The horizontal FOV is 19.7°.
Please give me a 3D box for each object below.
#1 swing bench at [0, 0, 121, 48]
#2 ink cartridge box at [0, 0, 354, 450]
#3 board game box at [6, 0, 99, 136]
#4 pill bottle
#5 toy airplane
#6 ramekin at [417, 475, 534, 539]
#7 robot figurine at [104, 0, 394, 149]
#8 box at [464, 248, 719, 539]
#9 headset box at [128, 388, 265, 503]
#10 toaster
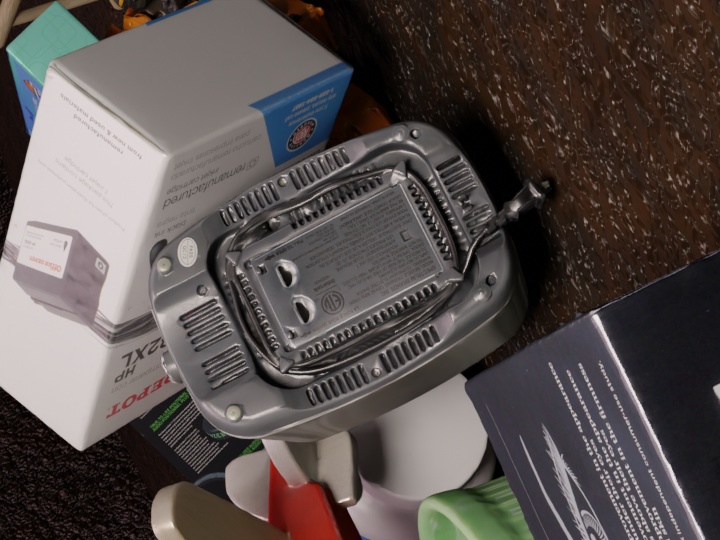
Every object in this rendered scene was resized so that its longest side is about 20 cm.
[{"bbox_3d":[-0.280,-0.324,1.664,0.199,0.130,0.200,61,161,23],"label":"swing bench"},{"bbox_3d":[-0.102,-0.026,1.057,0.084,0.145,0.200,38,131,19],"label":"ink cartridge box"},{"bbox_3d":[-0.141,-0.070,1.259,0.152,0.045,0.200,44,169,2],"label":"board game box"},{"bbox_3d":[0.021,0.115,1.244,0.112,0.112,0.200,64,168,11],"label":"pill bottle"},{"bbox_3d":[-0.036,0.174,1.062,0.200,0.141,0.199,53,-170,-6],"label":"toy airplane"},{"bbox_3d":[0.115,0.181,1.005,0.200,0.098,0.200,60,167,24],"label":"ramekin"},{"bbox_3d":[-0.071,-0.112,1.175,0.200,0.058,0.145,15,148,49],"label":"robot figurine"},{"bbox_3d":[0.129,0.072,0.732,0.148,0.104,0.200,65,168,4],"label":"box"},{"bbox_3d":[-0.124,0.071,1.429,0.200,0.093,0.174,46,176,-13],"label":"headset box"},{"bbox_3d":[0.003,0.007,1.003,0.114,0.200,0.129,62,-175,13],"label":"toaster"}]
